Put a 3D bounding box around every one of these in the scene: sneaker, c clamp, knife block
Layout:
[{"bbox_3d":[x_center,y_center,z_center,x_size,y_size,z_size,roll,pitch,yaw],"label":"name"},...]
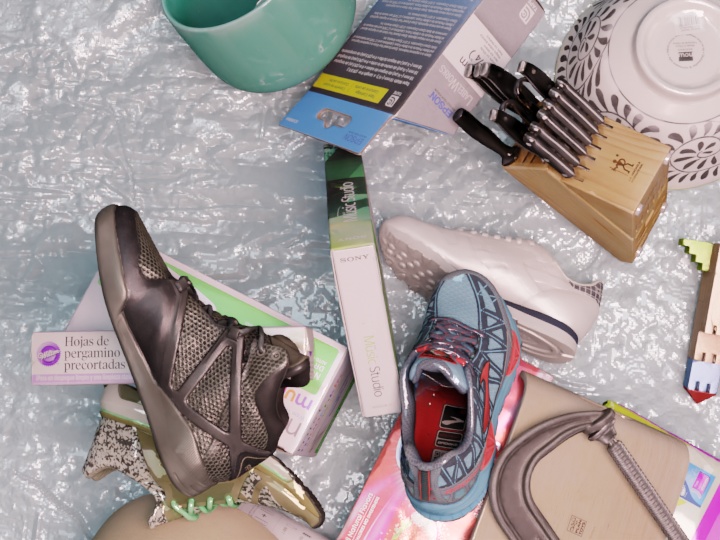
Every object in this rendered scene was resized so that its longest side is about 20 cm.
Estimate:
[{"bbox_3d":[-0.122,0.160,0.856,0.200,0.077,0.089,23,78,14],"label":"sneaker"},{"bbox_3d":[-0.102,0.038,0.759,0.114,0.076,0.200,-23,86,0],"label":"sneaker"},{"bbox_3d":[0.195,0.182,0.841,0.171,0.027,0.200,-41,93,-11],"label":"c clamp"},{"bbox_3d":[0.110,0.001,0.983,0.200,0.076,0.081,30,71,3],"label":"sneaker"},{"bbox_3d":[0.163,-0.094,0.941,0.175,0.200,0.064,29,83,20],"label":"knife block"},{"bbox_3d":[0.072,0.077,0.838,0.079,0.096,0.200,-1,58,16],"label":"sneaker"}]

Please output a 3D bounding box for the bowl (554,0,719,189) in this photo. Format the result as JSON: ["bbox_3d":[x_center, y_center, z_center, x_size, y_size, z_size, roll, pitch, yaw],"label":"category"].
[{"bbox_3d":[0.275,-0.178,0.988,0.200,0.094,0.201,0,80,2],"label":"bowl"}]

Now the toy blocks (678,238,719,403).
[{"bbox_3d":[0.359,0.057,0.950,0.200,0.100,0.137,9,92,6],"label":"toy blocks"}]

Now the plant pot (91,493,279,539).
[{"bbox_3d":[-0.149,0.288,0.861,0.200,0.134,0.201,6,111,17],"label":"plant pot"}]

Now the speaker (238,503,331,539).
[{"bbox_3d":[-0.058,0.248,0.935,0.200,0.081,0.081,26,82,7],"label":"speaker"}]

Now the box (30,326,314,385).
[{"bbox_3d":[-0.133,0.061,0.815,0.200,0.041,0.039,-2,83,6],"label":"box"}]

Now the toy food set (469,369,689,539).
[{"bbox_3d":[0.153,0.193,0.871,0.143,0.060,0.200,25,76,-8],"label":"toy food set"}]

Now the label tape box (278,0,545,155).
[{"bbox_3d":[0.041,-0.171,0.976,0.063,0.144,0.200,42,82,-35],"label":"label tape box"}]

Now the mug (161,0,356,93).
[{"bbox_3d":[-0.084,-0.243,1.003,0.152,0.114,0.185,-26,50,14],"label":"mug"}]

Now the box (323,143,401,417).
[{"bbox_3d":[0.000,0.000,0.894,0.036,0.200,0.145,-10,117,0],"label":"box"}]

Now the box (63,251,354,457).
[{"bbox_3d":[-0.112,0.068,0.923,0.200,0.176,0.097,27,82,8],"label":"box"}]

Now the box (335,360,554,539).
[{"bbox_3d":[0.069,0.156,0.937,0.103,0.095,0.200,27,82,9],"label":"box"}]

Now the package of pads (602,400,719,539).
[{"bbox_3d":[0.213,0.223,0.931,0.154,0.068,0.200,29,82,7],"label":"package of pads"}]
